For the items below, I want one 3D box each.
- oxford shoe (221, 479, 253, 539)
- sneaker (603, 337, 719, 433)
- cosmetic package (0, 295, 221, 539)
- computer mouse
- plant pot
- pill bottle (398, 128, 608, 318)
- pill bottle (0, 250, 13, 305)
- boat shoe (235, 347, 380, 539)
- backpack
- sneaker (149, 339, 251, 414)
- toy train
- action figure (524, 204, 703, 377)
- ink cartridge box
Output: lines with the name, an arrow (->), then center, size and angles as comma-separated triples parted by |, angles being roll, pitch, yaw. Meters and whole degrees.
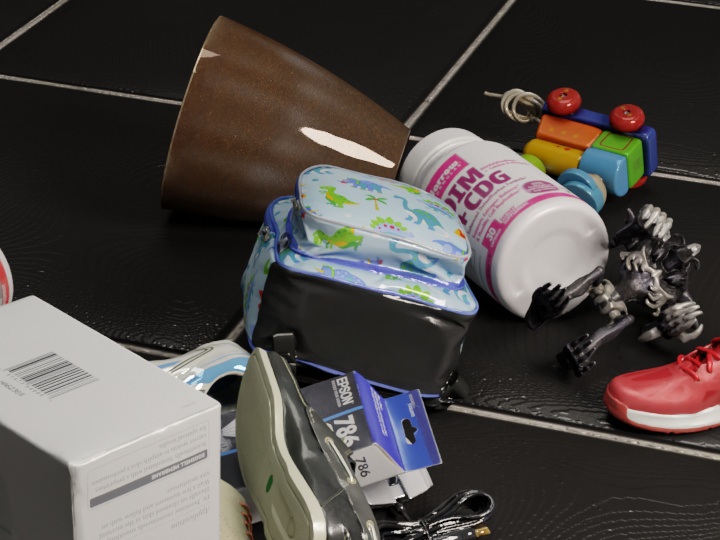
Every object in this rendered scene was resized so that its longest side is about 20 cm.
oxford shoe -> -0.094, 0.180, 1.411 | 0.074, 0.071, 0.200 | -29, 56, -32
sneaker -> 0.289, 0.057, 1.645 | 0.200, 0.116, 0.078 | -7, 28, -15
cosmetic package -> -0.196, 0.152, 1.354 | 0.123, 0.200, 0.199 | -21, 34, -40
computer mouse -> 0.011, 0.146, 1.544 | 0.110, 0.044, 0.200 | -14, 31, -25
plant pot -> -0.061, -0.117, 1.934 | 0.200, 0.187, 0.187 | 17, 29, 2
pill bottle -> 0.120, -0.047, 1.846 | 0.113, 0.113, 0.200 | -12, 29, -24
pill bottle -> -0.372, 0.042, 1.660 | 0.114, 0.114, 0.200 | 11, 29, 19
boat shoe -> -0.040, 0.133, 1.442 | 0.068, 0.072, 0.200 | 6, 37, -27
backpack -> 0.000, 0.000, 1.701 | 0.183, 0.147, 0.200 | 13, 16, -13
sneaker -> -0.159, 0.107, 1.589 | 0.200, 0.072, 0.072 | -19, 40, -27
toy train -> 0.176, -0.116, 2.032 | 0.200, 0.085, 0.116 | 18, 45, 31
action figure -> 0.234, 0.013, 1.737 | 0.200, 0.119, 0.102 | -30, 4, -37
ink cartridge box -> -0.047, 0.129, 1.517 | 0.200, 0.039, 0.099 | -18, 31, -1
